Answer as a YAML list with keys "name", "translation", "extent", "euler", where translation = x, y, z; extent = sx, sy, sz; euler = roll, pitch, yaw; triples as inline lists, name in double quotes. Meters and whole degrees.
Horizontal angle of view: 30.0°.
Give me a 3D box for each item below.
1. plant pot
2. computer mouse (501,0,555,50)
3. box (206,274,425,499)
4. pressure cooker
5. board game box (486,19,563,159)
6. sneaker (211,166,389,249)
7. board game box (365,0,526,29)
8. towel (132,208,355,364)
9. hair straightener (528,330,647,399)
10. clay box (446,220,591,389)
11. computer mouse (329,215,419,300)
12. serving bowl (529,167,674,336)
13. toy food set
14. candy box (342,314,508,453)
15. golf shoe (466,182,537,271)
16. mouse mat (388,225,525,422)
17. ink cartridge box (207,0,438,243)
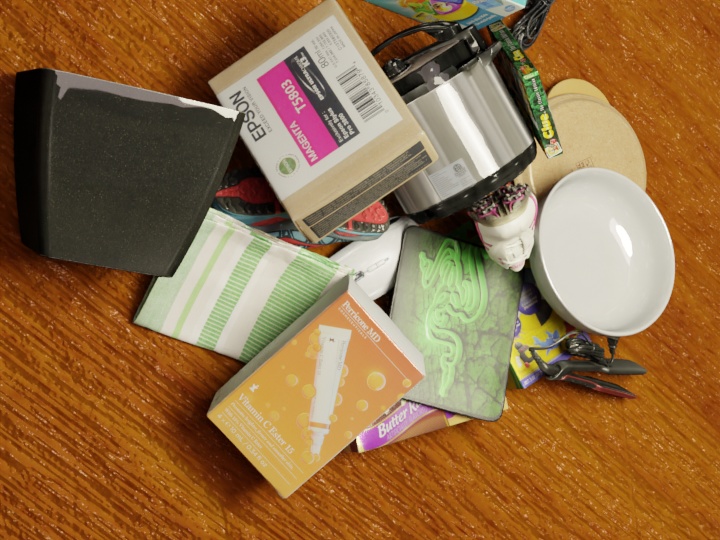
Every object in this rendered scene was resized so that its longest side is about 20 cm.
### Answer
- name: "plant pot"
  translation: [-0.252, -0.095, 1.354]
  extent: [0.199, 0.199, 0.178]
  euler: [11, 92, -23]
- name: "computer mouse"
  translation: [0.176, -0.376, 1.620]
  extent: [0.200, 0.053, 0.139]
  euler: [38, 71, -26]
- name: "box"
  translation: [-0.045, 0.121, 1.420]
  extent: [0.200, 0.097, 0.124]
  euler: [-42, 97, 7]
- name: "pressure cooker"
  translation: [0.086, -0.176, 1.511]
  extent: [0.176, 0.179, 0.200]
  euler: [-35, 100, -20]
- name: "board game box"
  translation: [0.187, -0.212, 1.543]
  extent: [0.023, 0.200, 0.105]
  euler: [-23, 117, 5]
- name: "sneaker"
  translation: [-0.069, -0.061, 1.481]
  extent: [0.199, 0.096, 0.080]
  euler: [8, 57, -14]
- name: "board game box"
  translation: [0.070, -0.334, 1.532]
  extent: [0.199, 0.151, 0.047]
  euler: [16, 79, -22]
- name: "towel"
  translation: [-0.122, 0.027, 1.447]
  extent: [0.199, 0.023, 0.153]
  euler: [22, 108, -21]
- name: "hair straightener"
  translation: [0.275, 0.102, 1.606]
  extent: [0.200, 0.041, 0.077]
  euler: [16, 100, -38]
- name: "clay box"
  translation: [0.182, 0.027, 1.606]
  extent: [0.115, 0.048, 0.200]
  euler: [-31, 99, -24]
- name: "computer mouse"
  translation: [0.000, 0.000, 1.529]
  extent: [0.200, 0.044, 0.110]
  euler: [-35, 98, -23]
- name: "serving bowl"
  translation: [0.273, -0.016, 1.581]
  extent: [0.199, 0.066, 0.201]
  euler: [8, 73, -27]
- name: "toy food set"
  translation: [0.264, -0.123, 1.656]
  extent: [0.198, 0.049, 0.200]
  euler: [-41, 102, -21]
- name: "candy box"
  translation: [0.061, 0.127, 1.539]
  extent: [0.199, 0.056, 0.117]
  euler: [-12, 90, -26]
- name: "golf shoe"
  translation: [0.166, -0.045, 1.479]
  extent: [0.072, 0.200, 0.092]
  euler: [-25, 92, 5]
- name: "mouse mat"
  translation: [0.106, 0.061, 1.534]
  extent: [0.160, 0.008, 0.201]
  euler: [16, 73, -19]
- name: "ink cartridge box"
  translation: [-0.040, -0.157, 1.401]
  extent: [0.164, 0.075, 0.200]
  euler: [-34, 67, 3]
